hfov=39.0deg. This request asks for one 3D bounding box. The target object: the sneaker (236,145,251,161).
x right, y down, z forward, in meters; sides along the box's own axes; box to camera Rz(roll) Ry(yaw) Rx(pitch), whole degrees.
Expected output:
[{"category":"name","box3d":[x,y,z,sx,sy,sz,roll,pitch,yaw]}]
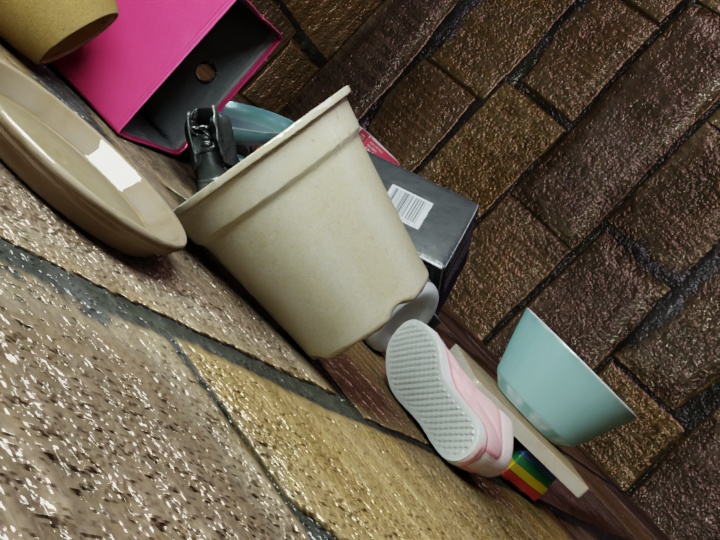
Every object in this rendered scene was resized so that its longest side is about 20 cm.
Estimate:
[{"category":"sneaker","box3d":[-0.131,-0.099,1.353,0.199,0.078,0.086,30,18,-33]}]

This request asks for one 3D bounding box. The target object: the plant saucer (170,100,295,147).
[{"category":"plant saucer","box3d":[-0.180,-0.196,1.332,0.199,0.028,0.200,12,17,-4]}]

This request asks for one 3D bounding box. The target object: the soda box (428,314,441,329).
[{"category":"soda box","box3d":[0.024,0.030,1.484,0.200,0.071,0.063,42,6,-25]}]

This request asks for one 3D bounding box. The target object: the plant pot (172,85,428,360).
[{"category":"plant pot","box3d":[-0.040,-0.031,0.903,0.184,0.200,0.200,54,3,-9]}]

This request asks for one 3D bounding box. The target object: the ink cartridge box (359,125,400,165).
[{"category":"ink cartridge box","box3d":[-0.033,-0.161,1.867,0.086,0.200,0.148,41,5,-21]}]

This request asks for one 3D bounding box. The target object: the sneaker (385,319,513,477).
[{"category":"sneaker","box3d":[0.100,0.146,1.114,0.105,0.075,0.201,34,18,-42]}]

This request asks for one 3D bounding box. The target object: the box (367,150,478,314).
[{"category":"box","box3d":[0.059,-0.052,1.541,0.199,0.124,0.197,27,-23,11]}]

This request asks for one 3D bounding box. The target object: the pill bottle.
[{"category":"pill bottle","box3d":[0.000,0.000,1.300,0.200,0.112,0.112,47,6,28]}]

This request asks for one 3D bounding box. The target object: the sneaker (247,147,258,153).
[{"category":"sneaker","box3d":[-0.194,-0.183,1.438,0.078,0.077,0.200,47,7,11]}]

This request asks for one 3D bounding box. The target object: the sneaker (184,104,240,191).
[{"category":"sneaker","box3d":[-0.166,-0.141,1.169,0.200,0.060,0.105,-97,178,-78]}]

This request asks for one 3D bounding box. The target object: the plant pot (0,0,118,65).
[{"category":"plant pot","box3d":[-0.320,-0.303,0.949,0.201,0.186,0.186,57,3,-9]}]

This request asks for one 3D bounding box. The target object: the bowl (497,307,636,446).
[{"category":"bowl","box3d":[0.259,0.157,1.350,0.201,0.105,0.201,44,4,-4]}]

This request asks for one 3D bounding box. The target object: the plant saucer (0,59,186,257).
[{"category":"plant saucer","box3d":[-0.207,-0.078,0.726,0.200,0.029,0.200,44,5,-5]}]

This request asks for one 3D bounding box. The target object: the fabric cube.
[{"category":"fabric cube","box3d":[-0.240,-0.276,1.141,0.199,0.196,0.200,43,5,7]}]

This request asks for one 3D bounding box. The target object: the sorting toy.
[{"category":"sorting toy","box3d":[0.181,0.207,1.317,0.199,0.070,0.200,44,4,-8]}]
